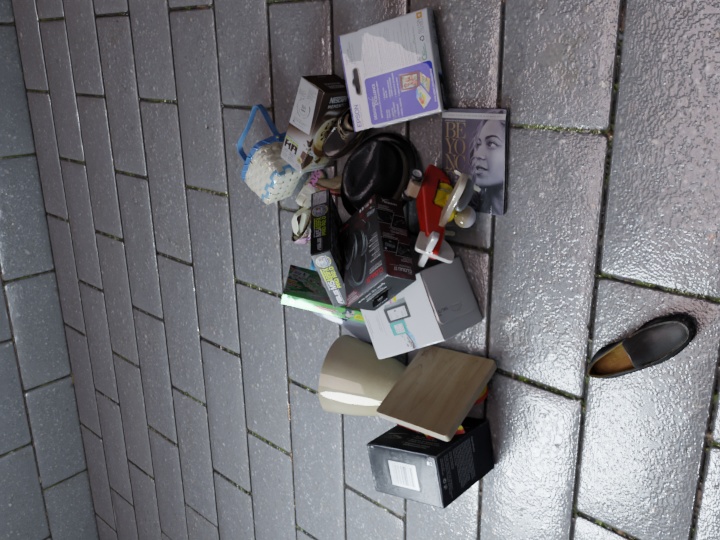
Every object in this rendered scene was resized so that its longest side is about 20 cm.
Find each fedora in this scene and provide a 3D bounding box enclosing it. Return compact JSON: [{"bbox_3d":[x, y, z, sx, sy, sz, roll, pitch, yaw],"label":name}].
[{"bbox_3d":[0.023,-0.203,1.408,0.198,0.091,0.204,-4,82,27],"label":"fedora"}]

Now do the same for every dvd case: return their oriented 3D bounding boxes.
[{"bbox_3d":[0.222,-0.216,1.314,0.147,0.016,0.203,14,113,41],"label":"dvd case"}]

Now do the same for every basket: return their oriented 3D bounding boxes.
[{"bbox_3d":[-0.230,-0.280,1.645,0.201,0.138,0.176,54,144,9],"label":"basket"}]

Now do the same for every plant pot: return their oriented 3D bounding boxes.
[{"bbox_3d":[0.033,0.264,1.567,0.197,0.187,0.190,11,112,26],"label":"plant pot"}]

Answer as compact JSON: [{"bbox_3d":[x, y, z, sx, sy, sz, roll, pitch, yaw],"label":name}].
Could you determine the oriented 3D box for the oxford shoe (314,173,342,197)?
[{"bbox_3d":[-0.021,-0.203,1.532,0.198,0.070,0.076,12,94,35],"label":"oxford shoe"}]

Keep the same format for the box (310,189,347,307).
[{"bbox_3d":[-0.063,-0.049,1.432,0.044,0.202,0.161,-12,134,9],"label":"box"}]

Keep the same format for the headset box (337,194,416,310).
[{"bbox_3d":[0.030,-0.024,1.344,0.149,0.076,0.203,-39,50,47],"label":"headset box"}]

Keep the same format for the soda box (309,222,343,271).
[{"bbox_3d":[-0.079,-0.019,1.631,0.063,0.068,0.203,23,120,21],"label":"soda box"}]

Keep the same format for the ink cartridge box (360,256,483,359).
[{"bbox_3d":[0.125,0.080,1.417,0.199,0.146,0.148,-23,87,45],"label":"ink cartridge box"}]

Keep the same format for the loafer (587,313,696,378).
[{"bbox_3d":[0.477,0.140,1.144,0.200,0.072,0.073,-45,71,42],"label":"loafer"}]

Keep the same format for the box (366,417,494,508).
[{"bbox_3d":[0.155,0.404,1.457,0.195,0.199,0.119,-3,101,45],"label":"box"}]

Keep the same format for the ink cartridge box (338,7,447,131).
[{"bbox_3d":[0.065,-0.397,1.342,0.197,0.047,0.201,-7,96,30],"label":"ink cartridge box"}]

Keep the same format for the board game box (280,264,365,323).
[{"bbox_3d":[-0.077,0.053,1.543,0.197,0.135,0.029,14,120,-5],"label":"board game box"}]

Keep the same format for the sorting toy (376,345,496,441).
[{"bbox_3d":[0.169,0.269,1.417,0.197,0.200,0.070,8,137,46],"label":"sorting toy"}]

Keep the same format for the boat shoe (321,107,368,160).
[{"bbox_3d":[-0.021,-0.319,1.446,0.200,0.073,0.075,-43,75,26],"label":"boat shoe"}]

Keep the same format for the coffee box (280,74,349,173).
[{"bbox_3d":[-0.096,-0.334,1.518,0.080,0.112,0.202,40,129,26],"label":"coffee box"}]

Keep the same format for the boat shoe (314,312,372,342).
[{"bbox_3d":[-0.022,0.098,1.608,0.200,0.087,0.075,25,129,-5],"label":"boat shoe"}]

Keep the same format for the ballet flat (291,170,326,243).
[{"bbox_3d":[-0.133,-0.151,1.645,0.069,0.071,0.202,36,126,31],"label":"ballet flat"}]

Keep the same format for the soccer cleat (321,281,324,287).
[{"bbox_3d":[0.000,0.000,1.520,0.197,0.086,0.069,-6,129,21],"label":"soccer cleat"}]

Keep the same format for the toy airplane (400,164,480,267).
[{"bbox_3d":[0.163,-0.100,1.303,0.200,0.139,0.203,-139,53,-71],"label":"toy airplane"}]
